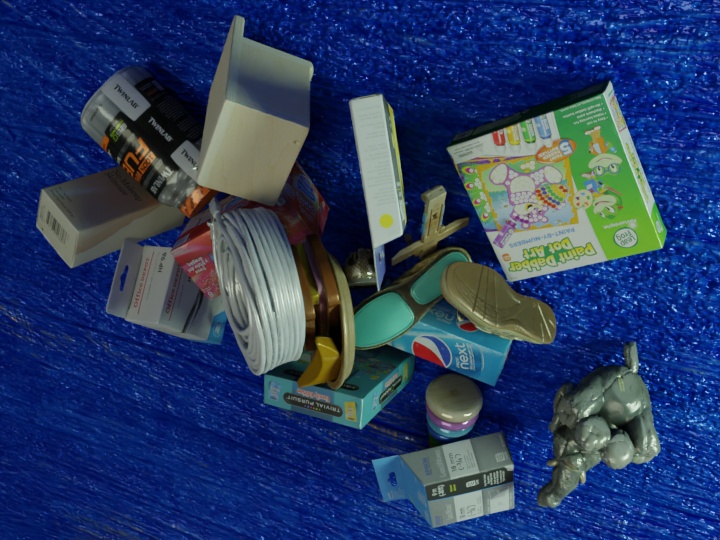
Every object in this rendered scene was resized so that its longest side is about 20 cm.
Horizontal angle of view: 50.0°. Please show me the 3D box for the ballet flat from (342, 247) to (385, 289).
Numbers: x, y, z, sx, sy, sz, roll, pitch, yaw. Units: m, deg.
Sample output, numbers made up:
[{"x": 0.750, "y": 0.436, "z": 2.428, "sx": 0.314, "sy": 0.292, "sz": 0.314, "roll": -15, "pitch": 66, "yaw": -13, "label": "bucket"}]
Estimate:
[{"x": 0.000, "y": 0.000, "z": 1.039, "sx": 0.067, "sy": 0.200, "sz": 0.047, "roll": -5, "pitch": 86, "yaw": 0, "label": "ballet flat"}]

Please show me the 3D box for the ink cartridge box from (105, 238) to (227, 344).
[{"x": -0.280, "y": 0.035, "z": 1.166, "sx": 0.067, "sy": 0.117, "sz": 0.200, "roll": 4, "pitch": 167, "yaw": 27, "label": "ink cartridge box"}]

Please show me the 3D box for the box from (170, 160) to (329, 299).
[{"x": -0.152, "y": -0.056, "z": 1.075, "sx": 0.199, "sy": 0.100, "sz": 0.096, "roll": -26, "pitch": 116, "yaw": 22, "label": "box"}]

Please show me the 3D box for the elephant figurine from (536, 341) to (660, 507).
[{"x": 0.303, "y": 0.215, "z": 1.038, "sx": 0.200, "sy": 0.154, "sz": 0.142, "roll": 102, "pitch": 145, "yaw": -64, "label": "elephant figurine"}]

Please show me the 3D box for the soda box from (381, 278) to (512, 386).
[{"x": 0.111, "y": 0.085, "z": 1.085, "sx": 0.198, "sy": 0.068, "sz": 0.065, "roll": 20, "pitch": 129, "yaw": 16, "label": "soda box"}]

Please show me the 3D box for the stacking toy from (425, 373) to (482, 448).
[{"x": 0.133, "y": 0.254, "z": 1.185, "sx": 0.085, "sy": 0.086, "sz": 0.201, "roll": 18, "pitch": 132, "yaw": 17, "label": "stacking toy"}]

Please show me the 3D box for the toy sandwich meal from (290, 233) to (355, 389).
[{"x": -0.062, "y": 0.059, "z": 0.993, "sx": 0.070, "sy": 0.206, "sz": 0.207, "roll": -6, "pitch": 129, "yaw": -17, "label": "toy sandwich meal"}]

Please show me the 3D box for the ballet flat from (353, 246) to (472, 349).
[{"x": 0.061, "y": 0.036, "z": 1.027, "sx": 0.199, "sy": 0.071, "sz": 0.071, "roll": -36, "pitch": 104, "yaw": 2, "label": "ballet flat"}]

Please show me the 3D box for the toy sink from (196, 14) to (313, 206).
[{"x": -0.129, "y": -0.204, "z": 0.975, "sx": 0.111, "sy": 0.201, "sz": 0.131, "roll": 15, "pitch": 132, "yaw": -19, "label": "toy sink"}]

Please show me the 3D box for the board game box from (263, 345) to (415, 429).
[{"x": -0.025, "y": 0.154, "z": 1.117, "sx": 0.150, "sy": 0.200, "sz": 0.047, "roll": 10, "pitch": 107, "yaw": 23, "label": "board game box"}]

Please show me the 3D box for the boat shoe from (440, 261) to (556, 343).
[{"x": 0.167, "y": 0.050, "z": 0.987, "sx": 0.199, "sy": 0.074, "sz": 0.062, "roll": 29, "pitch": 152, "yaw": -30, "label": "boat shoe"}]

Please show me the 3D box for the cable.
[{"x": -0.126, "y": 0.023, "z": 0.948, "sx": 0.200, "sy": 0.069, "sz": 0.202, "roll": -135, "pitch": 37, "yaw": -55, "label": "cable"}]

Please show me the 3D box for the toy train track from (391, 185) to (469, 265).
[{"x": 0.082, "y": -0.063, "z": 0.959, "sx": 0.033, "sy": 0.114, "sz": 0.200, "roll": 59, "pitch": 172, "yaw": 17, "label": "toy train track"}]

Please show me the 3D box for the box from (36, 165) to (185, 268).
[{"x": -0.354, "y": -0.091, "z": 1.123, "sx": 0.095, "sy": 0.199, "sz": 0.078, "roll": 44, "pitch": 133, "yaw": 15, "label": "box"}]

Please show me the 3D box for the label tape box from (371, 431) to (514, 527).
[{"x": 0.128, "y": 0.323, "z": 1.161, "sx": 0.198, "sy": 0.064, "sz": 0.145, "roll": -13, "pitch": 137, "yaw": 0, "label": "label tape box"}]

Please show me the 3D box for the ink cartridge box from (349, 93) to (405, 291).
[{"x": 0.029, "y": -0.091, "z": 0.888, "sx": 0.047, "sy": 0.198, "sz": 0.202, "roll": -10, "pitch": 96, "yaw": 5, "label": "ink cartridge box"}]

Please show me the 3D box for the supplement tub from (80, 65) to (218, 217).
[{"x": -0.280, "y": -0.177, "z": 1.084, "sx": 0.200, "sy": 0.123, "sz": 0.122, "roll": 43, "pitch": 131, "yaw": -5, "label": "supplement tub"}]

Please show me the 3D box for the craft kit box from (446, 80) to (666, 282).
[{"x": 0.230, "y": -0.096, "z": 0.914, "sx": 0.199, "sy": 0.049, "sz": 0.198, "roll": -15, "pitch": 116, "yaw": 36, "label": "craft kit box"}]
